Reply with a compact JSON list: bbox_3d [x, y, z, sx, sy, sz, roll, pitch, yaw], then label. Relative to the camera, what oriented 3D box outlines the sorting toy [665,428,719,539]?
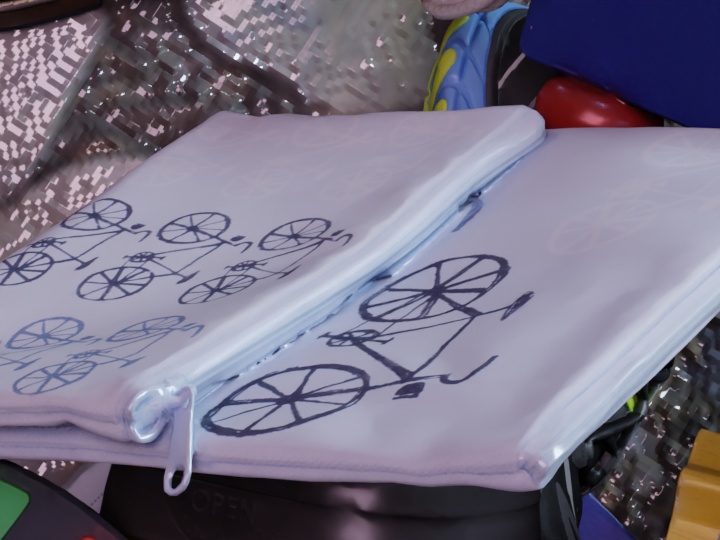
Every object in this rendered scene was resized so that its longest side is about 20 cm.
[{"bbox_3d":[0.115,0.065,0.708,0.106,0.180,0.201,18,64,18],"label":"sorting toy"}]

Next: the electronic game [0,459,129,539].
[{"bbox_3d":[-0.122,0.122,0.642,0.199,0.042,0.201,1,57,-1],"label":"electronic game"}]

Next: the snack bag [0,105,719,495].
[{"bbox_3d":[0.000,0.000,0.687,0.199,0.188,0.022,2,114,34],"label":"snack bag"}]

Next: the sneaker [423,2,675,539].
[{"bbox_3d":[0.056,0.018,0.791,0.082,0.071,0.201,3,64,-2],"label":"sneaker"}]

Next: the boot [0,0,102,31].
[{"bbox_3d":[-0.046,-0.125,0.830,0.199,0.097,0.075,-22,77,4],"label":"boot"}]

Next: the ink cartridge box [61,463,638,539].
[{"bbox_3d":[-0.010,0.126,0.806,0.200,0.041,0.200,44,88,14],"label":"ink cartridge box"}]

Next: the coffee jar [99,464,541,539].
[{"bbox_3d":[-0.017,0.127,0.713,0.104,0.085,0.201,8,95,32],"label":"coffee jar"}]

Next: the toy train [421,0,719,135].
[{"bbox_3d":[0.090,-0.076,0.797,0.199,0.115,0.085,26,111,29],"label":"toy train"}]
